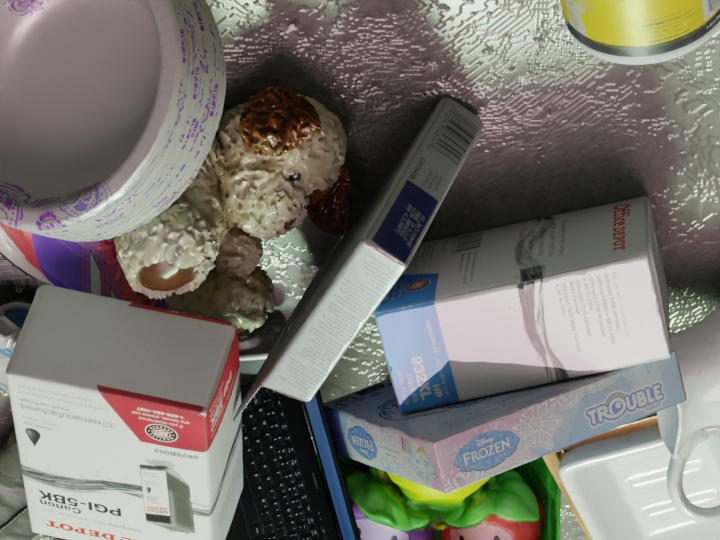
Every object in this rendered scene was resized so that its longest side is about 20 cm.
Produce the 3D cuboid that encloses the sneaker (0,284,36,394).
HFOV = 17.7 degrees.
[{"bbox_3d":[-0.206,0.087,1.736,0.199,0.075,0.087,27,127,-5],"label":"sneaker"}]

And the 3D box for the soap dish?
[{"bbox_3d":[0.249,0.171,1.866,0.156,0.082,0.200,-17,132,16],"label":"soap dish"}]

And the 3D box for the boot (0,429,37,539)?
[{"bbox_3d":[-0.269,0.208,1.910,0.182,0.073,0.200,39,118,-16],"label":"boot"}]

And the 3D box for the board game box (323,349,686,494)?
[{"bbox_3d":[0.100,0.097,1.676,0.199,0.199,0.044,-19,100,-21],"label":"board game box"}]

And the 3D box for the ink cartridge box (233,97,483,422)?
[{"bbox_3d":[0.000,0.000,1.623,0.043,0.197,0.200,32,128,-3],"label":"ink cartridge box"}]

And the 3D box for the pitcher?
[{"bbox_3d":[0.310,0.089,1.727,0.199,0.121,0.173,-16,105,-5],"label":"pitcher"}]

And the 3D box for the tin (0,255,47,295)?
[{"bbox_3d":[-0.242,-0.041,1.695,0.111,0.042,0.201,-6,134,0],"label":"tin"}]

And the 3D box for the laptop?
[{"bbox_3d":[-0.072,0.173,1.773,0.199,0.178,0.103,-18,175,29],"label":"laptop"}]

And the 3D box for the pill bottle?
[{"bbox_3d":[0.169,-0.237,1.452,0.111,0.112,0.201,-9,133,8],"label":"pill bottle"}]

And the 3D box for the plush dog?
[{"bbox_3d":[-0.088,-0.063,1.628,0.171,0.161,0.200,-26,159,5],"label":"plush dog"}]

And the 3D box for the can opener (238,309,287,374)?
[{"bbox_3d":[-0.149,0.065,1.784,0.198,0.054,0.067,-5,133,6],"label":"can opener"}]

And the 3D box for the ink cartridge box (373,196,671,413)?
[{"bbox_3d":[0.120,0.022,1.663,0.199,0.145,0.084,-12,106,10],"label":"ink cartridge box"}]

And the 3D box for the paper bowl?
[{"bbox_3d":[-0.179,-0.118,1.520,0.200,0.202,0.104,-23,162,21],"label":"paper bowl"}]

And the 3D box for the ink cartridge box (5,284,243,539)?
[{"bbox_3d":[-0.163,0.115,1.633,0.146,0.083,0.201,11,141,8],"label":"ink cartridge box"}]

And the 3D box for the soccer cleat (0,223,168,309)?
[{"bbox_3d":[-0.185,-0.004,1.660,0.073,0.068,0.200,-30,124,27],"label":"soccer cleat"}]

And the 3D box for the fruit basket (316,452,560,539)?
[{"bbox_3d":[0.062,0.179,1.841,0.214,0.156,0.216,2,150,1],"label":"fruit basket"}]
